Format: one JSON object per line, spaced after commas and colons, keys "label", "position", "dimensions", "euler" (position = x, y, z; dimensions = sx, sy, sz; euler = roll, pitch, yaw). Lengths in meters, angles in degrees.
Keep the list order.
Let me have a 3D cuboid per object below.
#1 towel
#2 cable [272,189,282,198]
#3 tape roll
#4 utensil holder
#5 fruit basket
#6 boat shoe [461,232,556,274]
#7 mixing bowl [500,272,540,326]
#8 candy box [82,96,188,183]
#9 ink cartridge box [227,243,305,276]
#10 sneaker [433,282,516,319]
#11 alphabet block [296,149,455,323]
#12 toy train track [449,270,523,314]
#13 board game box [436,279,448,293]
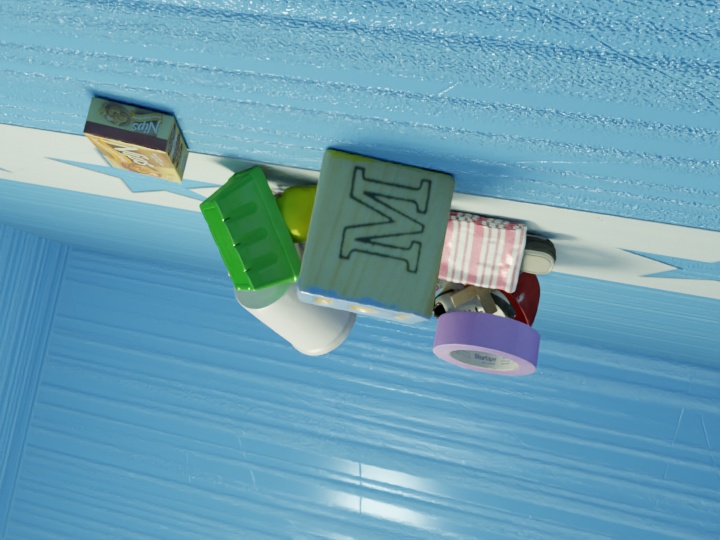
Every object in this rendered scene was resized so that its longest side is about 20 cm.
{"label": "towel", "position": [0.178, -0.031, 1.311], "dimensions": [0.195, 0.030, 0.148], "euler": [10, 134, 12]}
{"label": "cable", "position": [-0.088, -0.094, 1.378], "dimensions": [0.197, 0.051, 0.098], "euler": [21, 152, 24]}
{"label": "tape roll", "position": [0.238, 0.140, 1.456], "dimensions": [0.195, 0.067, 0.201], "euler": [12, 163, 4]}
{"label": "utensil holder", "position": [-0.122, 0.045, 1.473], "dimensions": [0.167, 0.173, 0.200], "euler": [6, 156, 36]}
{"label": "fruit basket", "position": [-0.142, -0.082, 1.298], "dimensions": [0.212, 0.221, 0.155], "euler": [15, 172, -28]}
{"label": "boat shoe", "position": [0.243, -0.044, 1.337], "dimensions": [0.196, 0.058, 0.068], "euler": [14, 134, 8]}
{"label": "mixing bowl", "position": [0.284, 0.036, 1.531], "dimensions": [0.199, 0.108, 0.201], "euler": [39, 156, 20]}
{"label": "candy box", "position": [-0.322, -0.186, 1.124], "dimensions": [0.113, 0.057, 0.200], "euler": [12, 173, -6]}
{"label": "ink cartridge box", "position": [-0.198, -0.049, 1.654], "dimensions": [0.082, 0.148, 0.198], "euler": [16, 171, -33]}
{"label": "sneaker", "position": [0.215, 0.077, 1.480], "dimensions": [0.198, 0.080, 0.074], "euler": [8, 135, 54]}
{"label": "alphabet block", "position": [0.017, -0.041, 1.131], "dimensions": [0.192, 0.205, 0.195], "euler": [12, 174, -4]}
{"label": "toy train track", "position": [0.251, 0.006, 1.396], "dimensions": [0.197, 0.116, 0.033], "euler": [-27, -162, 0]}
{"label": "board game box", "position": [0.103, 0.023, 1.597], "dimensions": [0.034, 0.134, 0.200], "euler": [49, 180, -19]}
